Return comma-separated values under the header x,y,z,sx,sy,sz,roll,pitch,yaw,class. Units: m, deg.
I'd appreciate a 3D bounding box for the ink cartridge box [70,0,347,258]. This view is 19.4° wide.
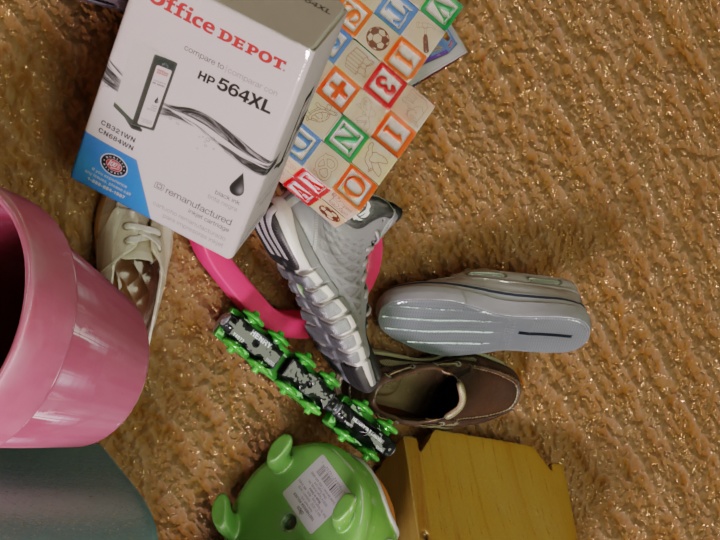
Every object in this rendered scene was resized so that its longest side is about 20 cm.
x,y,z,sx,sy,sz,roll,pitch,yaw,class
-0.115,-0.133,1.574,0.201,0.145,0.084,-66,174,35,ink cartridge box

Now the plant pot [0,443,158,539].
x,y,z,sx,sy,sz,roll,pitch,yaw,class
-0.258,0.257,1.626,0.195,0.200,0.197,6,103,-35,plant pot

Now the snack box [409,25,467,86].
x,y,z,sx,sy,sz,roll,pitch,yaw,class
-0.008,-0.163,1.742,0.199,0.024,0.072,-32,90,-23,snack box

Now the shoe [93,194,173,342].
x,y,z,sx,sy,sz,roll,pitch,yaw,class
-0.180,0.007,1.685,0.070,0.053,0.202,4,104,-35,shoe

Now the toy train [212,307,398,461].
x,y,z,sx,sy,sz,roll,pitch,yaw,class
-0.048,0.095,1.782,0.200,0.056,0.042,40,80,-23,toy train

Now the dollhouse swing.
x,y,z,sx,sy,sz,roll,pitch,yaw,class
0.075,0.272,1.963,0.199,0.176,0.183,12,58,-36,dollhouse swing

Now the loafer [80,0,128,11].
x,y,z,sx,sy,sz,roll,pitch,yaw,class
-0.145,-0.214,1.635,0.199,0.072,0.063,20,114,-31,loafer

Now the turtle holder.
x,y,z,sx,sy,sz,roll,pitch,yaw,class
-0.044,0.244,1.808,0.132,0.140,0.187,34,74,-53,turtle holder

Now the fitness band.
x,y,z,sx,sy,sz,roll,pitch,yaw,class
-0.064,-0.033,1.766,0.144,0.037,0.200,-45,124,-10,fitness band

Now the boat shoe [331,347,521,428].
x,y,z,sx,sy,sz,roll,pitch,yaw,class
0.071,0.113,1.880,0.201,0.075,0.075,3,104,-35,boat shoe

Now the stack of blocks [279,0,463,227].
x,y,z,sx,sy,sz,roll,pitch,yaw,class
0.000,-0.150,1.696,0.115,0.059,0.201,38,69,-9,stack of blocks

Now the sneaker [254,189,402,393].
x,y,z,sx,sy,sz,roll,pitch,yaw,class
0.000,0.000,1.752,0.115,0.075,0.201,-37,123,-18,sneaker

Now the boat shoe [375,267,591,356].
x,y,z,sx,sy,sz,roll,pitch,yaw,class
0.106,0.033,1.886,0.198,0.067,0.074,9,132,-17,boat shoe

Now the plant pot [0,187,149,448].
x,y,z,sx,sy,sz,roll,pitch,yaw,class
-0.260,0.052,1.573,0.179,0.199,0.201,27,90,-52,plant pot
